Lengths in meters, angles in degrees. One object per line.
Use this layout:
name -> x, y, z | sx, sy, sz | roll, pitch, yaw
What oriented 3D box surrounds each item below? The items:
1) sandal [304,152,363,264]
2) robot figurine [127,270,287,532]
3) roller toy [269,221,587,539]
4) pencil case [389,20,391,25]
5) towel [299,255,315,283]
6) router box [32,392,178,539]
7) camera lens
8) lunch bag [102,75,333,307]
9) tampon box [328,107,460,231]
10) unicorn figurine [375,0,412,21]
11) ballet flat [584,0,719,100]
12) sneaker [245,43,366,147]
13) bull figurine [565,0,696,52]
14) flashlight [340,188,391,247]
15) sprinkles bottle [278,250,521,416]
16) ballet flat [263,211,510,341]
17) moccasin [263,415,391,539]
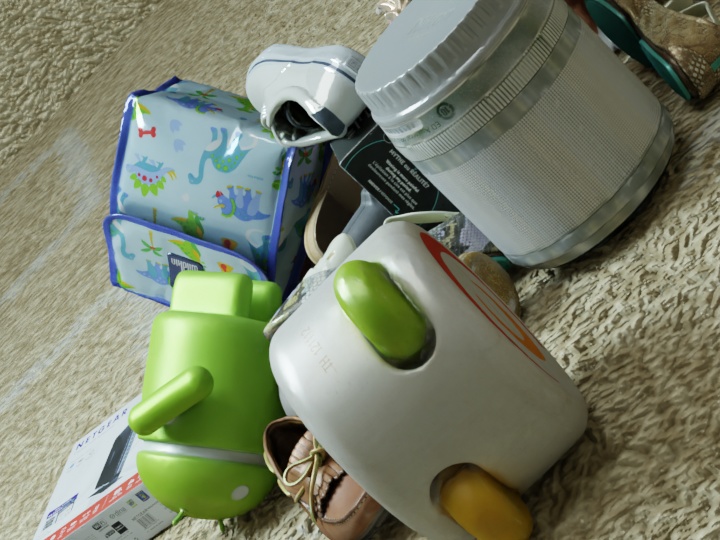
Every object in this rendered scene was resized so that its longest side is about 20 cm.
sandal -> -0.008, -0.084, 1.890 | 0.070, 0.078, 0.212 | -28, 30, 53
robot figurine -> -0.113, 0.103, 1.663 | 0.115, 0.175, 0.201 | 4, 83, 30
roller toy -> 0.040, 0.076, 1.339 | 0.140, 0.200, 0.182 | -45, 7, 8
pencil case -> 0.059, -0.172, 1.857 | 0.083, 0.087, 0.200 | 0, 55, 12
towel -> 0.023, -0.060, 1.925 | 0.200, 0.023, 0.144 | -40, 19, 18
router box -> -0.197, 0.175, 1.873 | 0.200, 0.049, 0.180 | -37, 20, 29
camera lens -> 0.115, -0.112, 1.534 | 0.160, 0.200, 0.160 | -41, 19, 17
lunch bag -> -0.132, -0.052, 1.889 | 0.127, 0.170, 0.201 | -35, -39, -63
tampon box -> 0.094, -0.122, 1.684 | 0.200, 0.150, 0.126 | -44, 19, 6
unicorn figurine -> 0.100, -0.248, 1.606 | 0.200, 0.074, 0.137 | -55, 26, 15
ballet flat -> 0.237, -0.186, 1.635 | 0.065, 0.071, 0.200 | -36, 32, 1
sneaker -> -0.054, -0.136, 1.693 | 0.071, 0.073, 0.200 | -52, 17, -15
bull figurine -> 0.219, -0.257, 1.722 | 0.200, 0.122, 0.065 | -33, 10, 40
flashlight -> 0.000, 0.000, 1.770 | 0.200, 0.068, 0.068 | -55, -10, -25
sprinkles bottle -> 0.027, 0.058, 1.585 | 0.200, 0.068, 0.068 | -34, 22, 35
ballet flat -> 0.015, -0.002, 1.617 | 0.200, 0.072, 0.072 | -19, 20, 0
moccasin -> -0.023, 0.139, 1.509 | 0.074, 0.078, 0.201 | -47, 18, -2
